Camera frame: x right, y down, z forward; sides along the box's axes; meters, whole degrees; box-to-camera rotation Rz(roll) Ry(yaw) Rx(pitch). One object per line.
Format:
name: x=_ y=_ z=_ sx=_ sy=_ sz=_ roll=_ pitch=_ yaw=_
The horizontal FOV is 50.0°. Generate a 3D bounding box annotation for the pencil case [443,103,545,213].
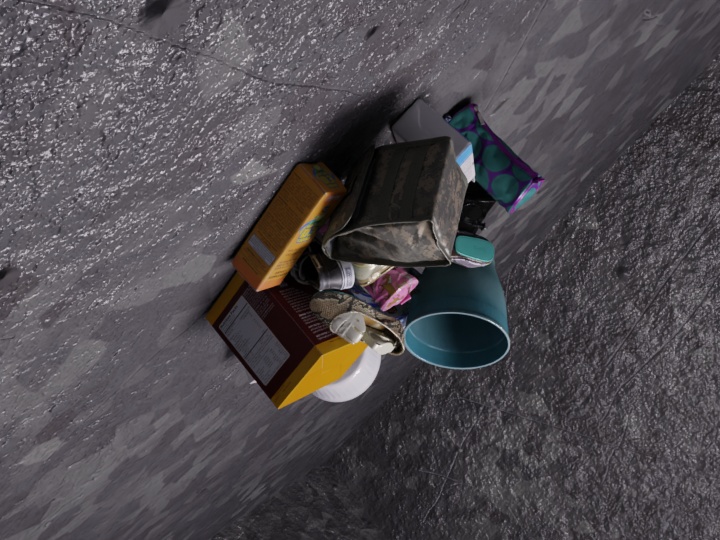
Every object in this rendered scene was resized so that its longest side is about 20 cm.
pencil case: x=0.227 y=-0.198 z=1.345 sx=0.085 sy=0.201 sz=0.093 roll=-27 pitch=161 yaw=-41

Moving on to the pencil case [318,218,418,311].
pencil case: x=0.006 y=-0.025 z=1.268 sx=0.086 sy=0.200 sz=0.083 roll=-26 pitch=160 yaw=-47

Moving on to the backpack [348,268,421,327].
backpack: x=0.048 y=0.044 z=1.586 sx=0.199 sy=0.190 sz=0.155 roll=-37 pitch=150 yaw=-16

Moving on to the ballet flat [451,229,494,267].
ballet flat: x=0.146 y=-0.048 z=1.367 sx=0.198 sy=0.073 sz=0.072 roll=18 pitch=128 yaw=-30

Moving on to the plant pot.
plant pot: x=0.185 y=0.056 z=1.471 sx=0.201 sy=0.197 sz=0.190 roll=117 pitch=-16 yaw=-54

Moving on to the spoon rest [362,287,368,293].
spoon rest: x=0.000 y=0.000 z=1.437 sx=0.198 sy=0.101 sz=0.060 roll=16 pitch=140 yaw=-39

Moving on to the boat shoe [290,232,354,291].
boat shoe: x=-0.078 y=-0.010 z=1.220 sx=0.067 sy=0.199 sz=0.075 roll=-12 pitch=115 yaw=-21

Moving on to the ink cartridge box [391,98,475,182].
ink cartridge box: x=0.126 y=-0.187 z=1.276 sx=0.067 sy=0.116 sz=0.200 roll=-46 pitch=164 yaw=-1

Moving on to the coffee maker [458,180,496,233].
coffee maker: x=0.183 y=-0.128 z=1.486 sx=0.201 sy=0.133 sz=0.194 roll=111 pitch=3 yaw=-61

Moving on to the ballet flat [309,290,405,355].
ballet flat: x=0.006 y=0.090 z=1.211 sx=0.068 sy=0.076 sz=0.199 roll=-41 pitch=137 yaw=22

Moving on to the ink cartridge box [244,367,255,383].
ink cartridge box: x=-0.116 y=0.142 z=1.498 sx=0.198 sy=0.085 sz=0.145 roll=-13 pitch=167 yaw=-31

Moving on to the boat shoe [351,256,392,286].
boat shoe: x=0.070 y=-0.048 z=1.207 sx=0.200 sy=0.073 sz=0.064 roll=-34 pitch=134 yaw=-22

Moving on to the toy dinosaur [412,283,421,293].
toy dinosaur: x=0.044 y=-0.051 z=1.411 sx=0.106 sy=0.198 sz=0.181 roll=-62 pitch=171 yaw=1

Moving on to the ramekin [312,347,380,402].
ramekin: x=-0.060 y=0.178 z=1.688 sx=0.200 sy=0.201 sz=0.098 roll=-40 pitch=157 yaw=-4

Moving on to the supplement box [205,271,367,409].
supplement box: x=-0.109 y=0.088 z=1.289 sx=0.133 sy=0.200 sz=0.197 roll=-49 pitch=163 yaw=26

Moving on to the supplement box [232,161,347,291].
supplement box: x=-0.106 y=-0.064 z=1.138 sx=0.201 sy=0.069 sz=0.066 roll=-54 pitch=162 yaw=27

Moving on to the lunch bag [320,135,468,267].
lunch bag: x=0.042 y=-0.097 z=1.131 sx=0.118 sy=0.197 sz=0.166 roll=59 pitch=39 yaw=-43
